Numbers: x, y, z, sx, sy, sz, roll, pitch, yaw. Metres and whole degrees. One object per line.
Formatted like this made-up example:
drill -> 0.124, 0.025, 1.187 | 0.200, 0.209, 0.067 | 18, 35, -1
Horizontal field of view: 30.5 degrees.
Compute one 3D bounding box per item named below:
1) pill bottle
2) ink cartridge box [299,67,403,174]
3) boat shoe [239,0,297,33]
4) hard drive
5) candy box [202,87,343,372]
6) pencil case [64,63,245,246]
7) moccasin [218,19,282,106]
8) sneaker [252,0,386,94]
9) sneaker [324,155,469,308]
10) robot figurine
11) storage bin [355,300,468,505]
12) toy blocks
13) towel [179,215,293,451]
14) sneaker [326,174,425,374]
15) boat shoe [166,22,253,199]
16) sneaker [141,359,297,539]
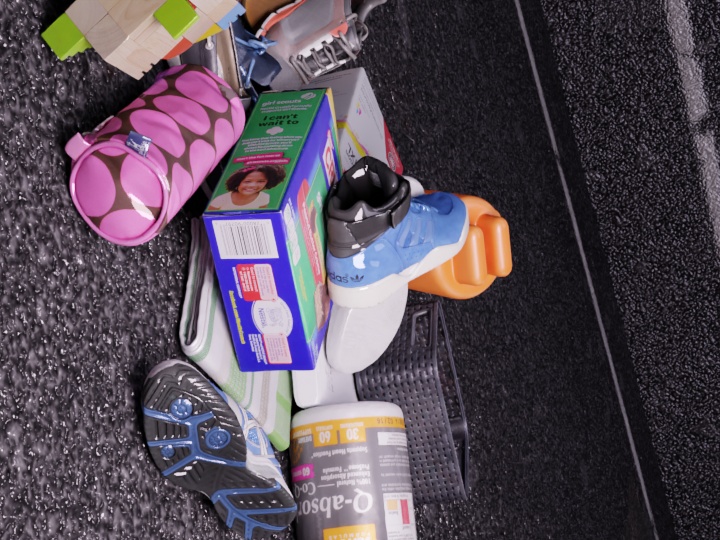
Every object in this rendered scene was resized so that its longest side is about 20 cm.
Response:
pill bottle -> -0.005, 0.232, 1.259 | 0.116, 0.115, 0.203 | 28, 53, -66
ink cartridge box -> -0.023, -0.101, 1.438 | 0.201, 0.082, 0.147 | -77, 150, -50
boat shoe -> -0.079, -0.280, 1.414 | 0.070, 0.071, 0.199 | 47, 13, 26
hard drive -> -0.034, 0.084, 1.351 | 0.200, 0.026, 0.134 | 44, 39, -71
candy box -> -0.066, -0.038, 1.173 | 0.201, 0.076, 0.171 | -76, 161, -51
pencil case -> -0.160, -0.102, 1.054 | 0.093, 0.091, 0.200 | 39, 26, -6
moccasin -> -0.104, -0.189, 1.277 | 0.081, 0.067, 0.202 | -69, 143, -57
sneaker -> -0.043, -0.234, 1.345 | 0.201, 0.081, 0.077 | -56, 149, -15
sneaker -> 0.036, -0.057, 1.201 | 0.199, 0.076, 0.113 | -34, 129, -43
robot figurine -> 0.085, -0.032, 1.500 | 0.117, 0.199, 0.145 | 45, 69, -34
storage bin -> 0.060, 0.151, 1.480 | 0.136, 0.092, 0.202 | -82, 160, -58
toy blocks -> -0.138, -0.221, 1.038 | 0.100, 0.200, 0.137 | 49, 6, 8
towel -> -0.108, 0.058, 1.204 | 0.201, 0.030, 0.151 | 59, 30, -51
sneaker -> 0.000, 0.000, 1.314 | 0.075, 0.088, 0.203 | 20, 88, -46
boat shoe -> -0.127, -0.153, 1.202 | 0.074, 0.060, 0.203 | -33, 112, -71
sneaker -> -0.121, 0.138, 1.073 | 0.077, 0.075, 0.201 | -113, 177, -49
